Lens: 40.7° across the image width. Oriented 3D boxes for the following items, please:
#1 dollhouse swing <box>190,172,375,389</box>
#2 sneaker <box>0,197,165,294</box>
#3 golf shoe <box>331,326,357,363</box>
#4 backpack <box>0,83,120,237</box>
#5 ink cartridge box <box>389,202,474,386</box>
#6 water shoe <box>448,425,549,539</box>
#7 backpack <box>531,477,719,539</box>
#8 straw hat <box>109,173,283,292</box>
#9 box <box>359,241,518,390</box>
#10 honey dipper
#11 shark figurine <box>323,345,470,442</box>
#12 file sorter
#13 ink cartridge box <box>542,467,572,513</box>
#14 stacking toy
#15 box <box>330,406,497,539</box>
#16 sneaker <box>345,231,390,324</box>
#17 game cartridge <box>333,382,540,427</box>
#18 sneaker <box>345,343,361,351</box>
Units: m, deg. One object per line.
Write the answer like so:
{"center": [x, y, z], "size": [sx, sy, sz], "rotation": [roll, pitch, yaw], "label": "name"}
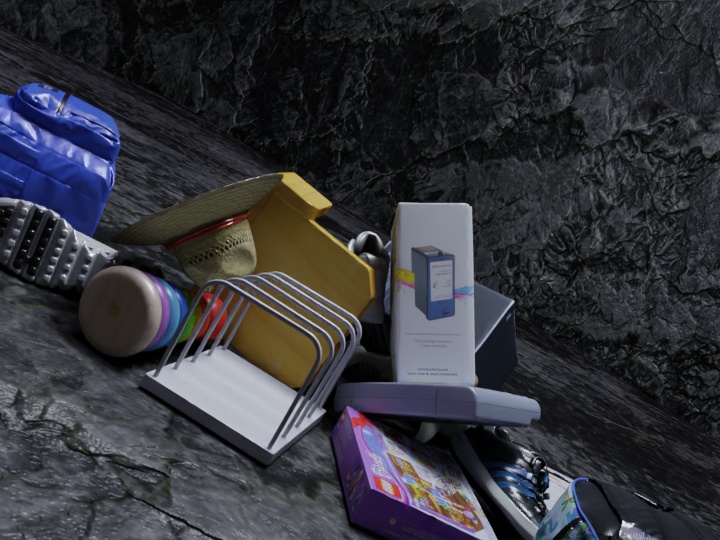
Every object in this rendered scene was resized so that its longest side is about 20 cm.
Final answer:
{"center": [-0.080, 0.017, 1.133], "size": [0.176, 0.200, 0.182], "rotation": [36, 9, 2], "label": "dollhouse swing"}
{"center": [-0.306, -0.013, 1.025], "size": [0.200, 0.075, 0.081], "rotation": [29, -5, -20], "label": "sneaker"}
{"center": [-0.044, 0.066, 1.241], "size": [0.097, 0.078, 0.200], "rotation": [17, 29, 6], "label": "golf shoe"}
{"center": [-0.388, -0.135, 1.124], "size": [0.200, 0.168, 0.163], "rotation": [22, 4, -19], "label": "backpack"}
{"center": [0.078, 0.034, 1.100], "size": [0.087, 0.200, 0.145], "rotation": [3, -10, -2], "label": "ink cartridge box"}
{"center": [0.167, 0.224, 1.016], "size": [0.200, 0.079, 0.072], "rotation": [50, -11, 48], "label": "water shoe"}
{"center": [0.225, 0.271, 0.797], "size": [0.183, 0.147, 0.200], "rotation": [27, 12, -8], "label": "backpack"}
{"center": [-0.149, -0.026, 0.995], "size": [0.201, 0.201, 0.085], "rotation": [-24, 93, -80], "label": "straw hat"}
{"center": [0.098, 0.077, 1.295], "size": [0.200, 0.107, 0.148], "rotation": [26, -29, 29], "label": "box"}
{"center": [0.075, 0.130, 1.250], "size": [0.038, 0.038, 0.200], "rotation": [23, -14, -37], "label": "honey dipper"}
{"center": [0.062, 0.162, 1.181], "size": [0.214, 0.090, 0.128], "rotation": [35, -27, -16], "label": "shark figurine"}
{"center": [-0.092, 0.081, 0.954], "size": [0.139, 0.125, 0.200], "rotation": [31, 8, 8], "label": "file sorter"}
{"center": [0.245, 0.288, 1.136], "size": [0.161, 0.050, 0.200], "rotation": [28, 5, -7], "label": "ink cartridge box"}
{"center": [-0.195, 0.042, 0.986], "size": [0.085, 0.085, 0.200], "rotation": [32, 7, 17], "label": "stacking toy"}
{"center": [0.047, 0.209, 0.942], "size": [0.137, 0.039, 0.200], "rotation": [28, 8, -12], "label": "box"}
{"center": [0.000, 0.000, 1.176], "size": [0.078, 0.099, 0.200], "rotation": [15, 6, -16], "label": "sneaker"}
{"center": [0.074, 0.144, 1.043], "size": [0.200, 0.041, 0.133], "rotation": [-5, -12, 43], "label": "game cartridge"}
{"center": [-0.033, 0.080, 1.382], "size": [0.200, 0.075, 0.089], "rotation": [12, 39, -54], "label": "sneaker"}
